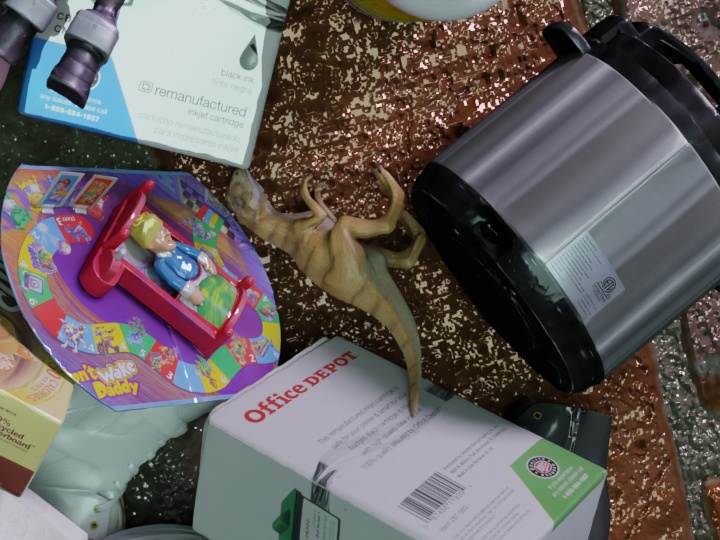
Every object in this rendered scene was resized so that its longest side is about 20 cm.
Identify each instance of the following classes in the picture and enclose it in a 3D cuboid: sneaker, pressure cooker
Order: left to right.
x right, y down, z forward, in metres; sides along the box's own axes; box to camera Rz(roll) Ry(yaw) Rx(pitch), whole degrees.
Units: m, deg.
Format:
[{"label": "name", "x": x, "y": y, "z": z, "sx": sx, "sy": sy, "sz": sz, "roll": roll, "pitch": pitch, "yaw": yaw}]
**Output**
[{"label": "sneaker", "x": -0.148, "y": 0.114, "z": 0.981, "sx": 0.197, "sy": 0.074, "sz": 0.117, "roll": -13, "pitch": 102, "yaw": 1}, {"label": "sneaker", "x": 0.071, "y": 0.134, "z": 1.030, "sx": 0.197, "sy": 0.075, "sz": 0.108, "roll": 6, "pitch": 87, "yaw": -14}, {"label": "pressure cooker", "x": 0.154, "y": -0.044, "z": 0.952, "sx": 0.199, "sy": 0.179, "sz": 0.176, "roll": -39, "pitch": 145, "yaw": -6}]

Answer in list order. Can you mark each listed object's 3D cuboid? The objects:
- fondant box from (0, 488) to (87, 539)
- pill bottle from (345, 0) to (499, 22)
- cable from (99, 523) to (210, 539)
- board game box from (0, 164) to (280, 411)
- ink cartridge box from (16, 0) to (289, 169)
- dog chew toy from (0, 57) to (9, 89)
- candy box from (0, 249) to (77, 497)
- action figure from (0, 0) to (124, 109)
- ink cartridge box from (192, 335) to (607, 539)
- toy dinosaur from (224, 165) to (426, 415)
[{"label": "fondant box", "x": -0.276, "y": 0.181, "z": 0.889, "sx": 0.200, "sy": 0.058, "sz": 0.144, "roll": -41, "pitch": 110, "yaw": 20}, {"label": "pill bottle", "x": 0.040, "y": -0.197, "z": 0.899, "sx": 0.103, "sy": 0.200, "sz": 0.106, "roll": -2, "pitch": 99, "yaw": -10}, {"label": "cable", "x": -0.119, "y": 0.256, "z": 0.936, "sx": 0.200, "sy": 0.069, "sz": 0.200, "roll": 44, "pitch": 89, "yaw": -10}, {"label": "board game box", "x": -0.114, "y": -0.002, "z": 0.907, "sx": 0.199, "sy": 0.039, "sz": 0.159, "roll": -1, "pitch": 62, "yaw": -48}, {"label": "ink cartridge box", "x": -0.116, "y": -0.178, "z": 0.931, "sx": 0.144, "sy": 0.084, "sz": 0.203, "roll": 12, "pitch": 97, "yaw": -12}, {"label": "dog chew toy", "x": -0.299, "y": -0.148, "z": 0.888, "sx": 0.198, "sy": 0.124, "sz": 0.126, "roll": 19, "pitch": 95, "yaw": -22}, {"label": "candy box", "x": -0.219, "y": 0.038, "z": 0.883, "sx": 0.115, "sy": 0.200, "sz": 0.056, "roll": 30, "pitch": 105, "yaw": -14}, {"label": "action figure", "x": -0.133, "y": -0.194, "z": 0.851, "sx": 0.129, "sy": 0.069, "sz": 0.201, "roll": 32, "pitch": 88, "yaw": -5}, {"label": "ink cartridge box", "x": 0.021, "y": 0.134, "z": 0.907, "sx": 0.198, "sy": 0.146, "sz": 0.085, "roll": 25, "pitch": 120, "yaw": 25}, {"label": "toy dinosaur", "x": 0.000, "y": 0.000, "z": 0.980, "sx": 0.200, "sy": 0.061, "sz": 0.106, "roll": 40, "pitch": 74, "yaw": 21}]
